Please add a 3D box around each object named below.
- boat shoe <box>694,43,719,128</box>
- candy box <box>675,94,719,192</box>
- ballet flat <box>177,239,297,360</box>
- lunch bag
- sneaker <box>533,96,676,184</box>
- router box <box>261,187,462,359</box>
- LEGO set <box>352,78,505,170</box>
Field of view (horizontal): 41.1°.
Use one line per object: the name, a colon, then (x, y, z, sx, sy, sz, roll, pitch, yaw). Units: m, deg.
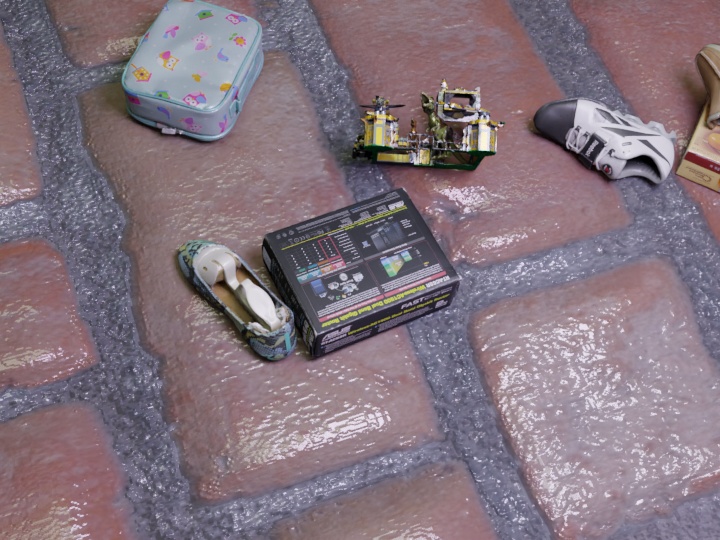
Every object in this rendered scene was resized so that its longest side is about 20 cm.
boat shoe: (0.498, -0.220, 1.289, 0.076, 0.072, 0.201, -26, 60, 0)
candy box: (0.531, -0.196, 1.345, 0.115, 0.055, 0.201, 25, 60, 11)
ballet flat: (-0.144, 0.018, 1.131, 0.074, 0.074, 0.200, -39, 69, -25)
lunch bag: (-0.220, -0.268, 1.294, 0.159, 0.077, 0.201, 18, 58, 3)
sneaker: (0.329, -0.171, 1.296, 0.198, 0.074, 0.089, 15, 56, 3)
router box: (0.000, 0.000, 1.159, 0.198, 0.062, 0.151, -20, 62, -19)
LEGO set: (0.088, -0.202, 1.240, 0.198, 0.154, 0.117, 2, 85, 8)
